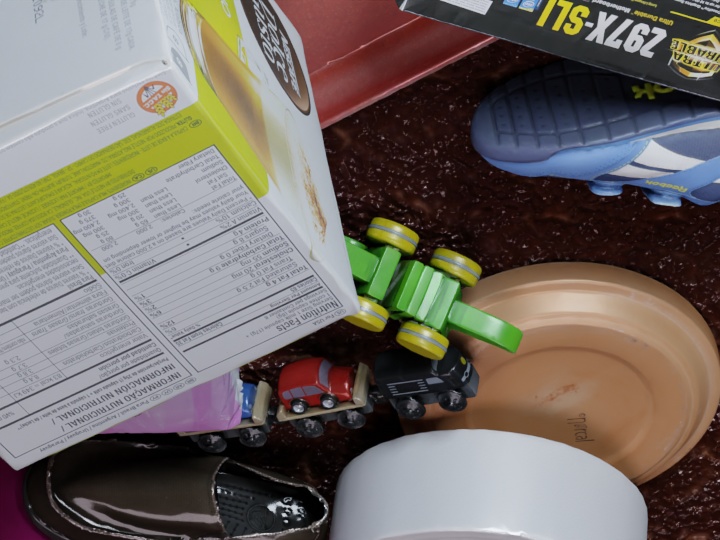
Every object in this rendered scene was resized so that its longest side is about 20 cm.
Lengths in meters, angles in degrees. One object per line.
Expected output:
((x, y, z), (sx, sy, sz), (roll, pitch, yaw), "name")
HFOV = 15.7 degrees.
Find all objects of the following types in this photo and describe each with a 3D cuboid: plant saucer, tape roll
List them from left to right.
((-0.052, -0.158, 1.357), (0.199, 0.037, 0.200), (-25, 130, 22), "plant saucer")
((0.078, 0.178, 1.628), (0.201, 0.071, 0.203), (4, 148, 3), "tape roll")
((0.121, 0.077, 1.593), (0.199, 0.032, 0.201), (-1, 135, -1), "plant saucer")

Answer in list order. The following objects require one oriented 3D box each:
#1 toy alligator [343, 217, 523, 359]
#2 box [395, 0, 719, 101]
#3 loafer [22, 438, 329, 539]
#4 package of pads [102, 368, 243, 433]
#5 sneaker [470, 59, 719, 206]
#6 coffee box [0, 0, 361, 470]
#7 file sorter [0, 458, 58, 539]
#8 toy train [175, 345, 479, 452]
((0.000, 0.000, 1.505), (0.199, 0.060, 0.054), (25, 170, -12), "toy alligator")
((0.134, -0.180, 1.306), (0.199, 0.049, 0.160), (13, 126, -22), "box")
((-0.107, 0.136, 1.606), (0.199, 0.073, 0.071), (8, 153, -19), "loafer")
((-0.168, 0.036, 1.513), (0.199, 0.076, 0.121), (-1, 131, 0), "package of pads")
((0.160, -0.070, 1.424), (0.199, 0.074, 0.083), (-4, 136, 3), "sneaker")
((-0.140, -0.063, 1.260), (0.199, 0.200, 0.198), (-25, 136, 13), "coffee box")
((-0.236, 0.216, 1.601), (0.125, 0.201, 0.139), (-31, 128, 29), "file sorter")
((-0.026, 0.074, 1.562), (0.199, 0.034, 0.046), (-11, 134, 23), "toy train")
